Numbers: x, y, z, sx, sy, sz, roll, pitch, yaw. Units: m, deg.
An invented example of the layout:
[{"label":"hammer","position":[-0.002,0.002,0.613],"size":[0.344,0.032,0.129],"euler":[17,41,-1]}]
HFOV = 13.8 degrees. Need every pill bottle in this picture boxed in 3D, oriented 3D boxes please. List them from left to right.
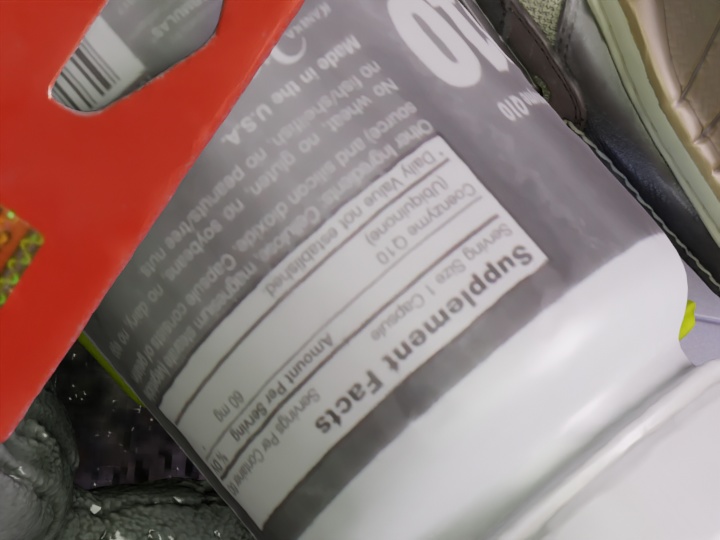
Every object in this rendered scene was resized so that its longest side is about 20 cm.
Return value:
[{"label":"pill bottle","position":[0.000,0.000,0.663],"size":[0.114,0.114,0.200],"euler":[-39,82,-10]}]

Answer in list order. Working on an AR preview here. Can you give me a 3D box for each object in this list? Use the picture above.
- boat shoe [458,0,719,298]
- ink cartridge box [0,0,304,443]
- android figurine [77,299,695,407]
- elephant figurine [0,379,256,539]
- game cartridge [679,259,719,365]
[{"label":"boat shoe","position":[0.049,-0.074,0.700],"size":[0.201,0.066,0.072],"euler":[56,44,-16]},{"label":"ink cartridge box","position":[-0.095,-0.088,0.592],"size":[0.173,0.044,0.200],"euler":[36,102,4]},{"label":"android figurine","position":[-0.002,-0.042,0.749],"size":[0.182,0.041,0.200],"euler":[-44,84,-9]},{"label":"elephant figurine","position":[-0.130,0.037,0.680],"size":[0.200,0.155,0.142],"euler":[-7,102,3]},{"label":"game cartridge","position":[0.160,0.012,0.807],"size":[0.200,0.038,0.130],"euler":[10,58,-17]}]
